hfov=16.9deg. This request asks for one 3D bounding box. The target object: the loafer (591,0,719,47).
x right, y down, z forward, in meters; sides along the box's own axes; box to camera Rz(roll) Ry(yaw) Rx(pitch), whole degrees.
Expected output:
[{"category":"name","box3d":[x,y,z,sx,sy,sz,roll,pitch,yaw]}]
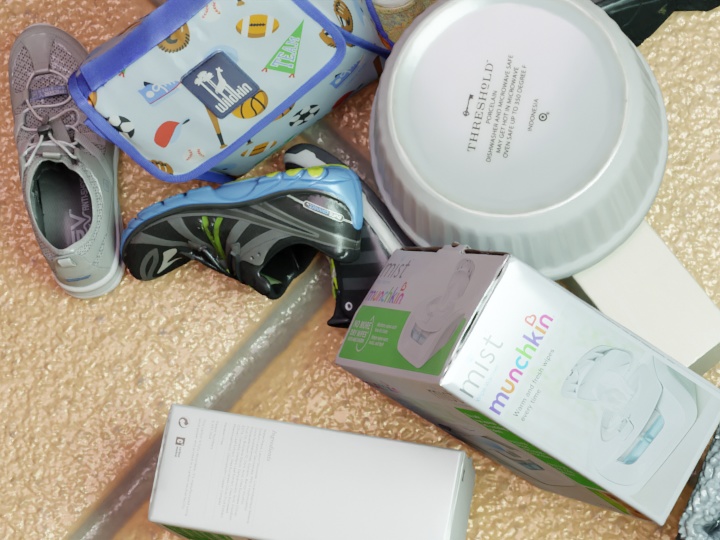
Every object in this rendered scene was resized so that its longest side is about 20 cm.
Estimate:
[{"category":"loafer","box3d":[0.187,-0.201,1.688,0.199,0.073,0.073,-24,66,-8]}]

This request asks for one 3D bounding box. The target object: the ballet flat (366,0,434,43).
[{"category":"ballet flat","box3d":[0.028,-0.245,1.717,0.070,0.071,0.201,12,79,10]}]

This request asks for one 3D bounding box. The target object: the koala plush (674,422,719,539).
[{"category":"koala plush","box3d":[0.303,0.184,1.537,0.199,0.177,0.185,23,93,12]}]

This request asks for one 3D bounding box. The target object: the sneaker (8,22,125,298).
[{"category":"sneaker","box3d":[-0.206,-0.085,1.703,0.074,0.082,0.201,-17,75,4]}]

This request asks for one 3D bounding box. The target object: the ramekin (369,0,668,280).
[{"category":"ramekin","box3d":[0.100,-0.097,1.581,0.201,0.094,0.203,-2,77,7]}]

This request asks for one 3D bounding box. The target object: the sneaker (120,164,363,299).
[{"category":"sneaker","box3d":[-0.084,-0.018,1.648,0.199,0.071,0.083,-11,87,33]}]

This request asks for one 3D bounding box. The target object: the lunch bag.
[{"category":"lunch bag","box3d":[-0.086,-0.145,1.622,0.170,0.200,0.124,-36,74,15]}]

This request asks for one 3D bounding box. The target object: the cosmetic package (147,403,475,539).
[{"category":"cosmetic package","box3d":[-0.029,0.148,1.614,0.199,0.108,0.085,9,79,11]}]

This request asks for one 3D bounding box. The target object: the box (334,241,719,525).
[{"category":"box","box3d":[0.104,0.066,1.536,0.176,0.200,0.097,32,82,-18]}]

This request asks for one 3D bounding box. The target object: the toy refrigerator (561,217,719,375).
[{"category":"toy refrigerator","box3d":[0.168,-0.013,1.640,0.070,0.076,0.200,-38,75,-2]}]

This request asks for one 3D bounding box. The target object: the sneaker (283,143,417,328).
[{"category":"sneaker","box3d":[0.000,0.000,1.661,0.083,0.072,0.200,-41,75,-2]}]
